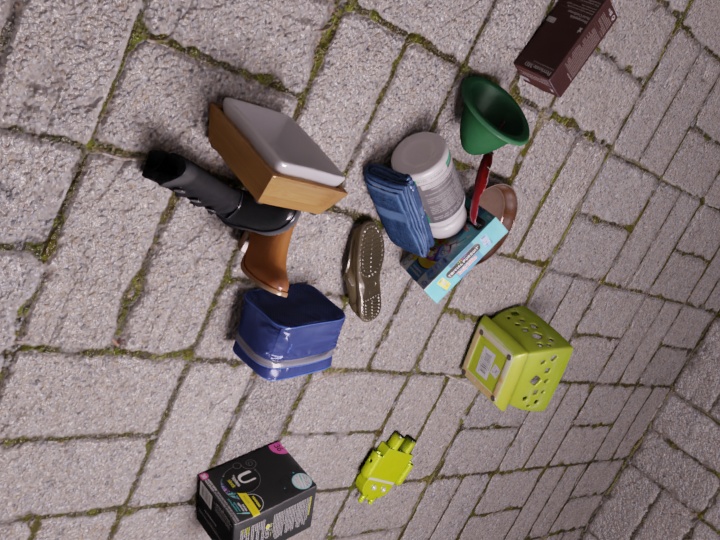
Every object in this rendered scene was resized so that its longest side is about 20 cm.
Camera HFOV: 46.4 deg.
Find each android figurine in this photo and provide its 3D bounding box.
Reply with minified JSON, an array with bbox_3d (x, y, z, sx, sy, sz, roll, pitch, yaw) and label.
[{"bbox_3d":[0.061,0.498,2.101,0.201,0.041,0.182,-56,142,1],"label":"android figurine"}]

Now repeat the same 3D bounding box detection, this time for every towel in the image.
[{"bbox_3d":[0.072,-0.111,1.587,0.049,0.111,0.201,-51,143,-20],"label":"towel"}]

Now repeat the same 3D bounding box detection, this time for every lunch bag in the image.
[{"bbox_3d":[-0.129,0.117,1.541,0.198,0.136,0.134,-5,123,-44],"label":"lunch bag"}]

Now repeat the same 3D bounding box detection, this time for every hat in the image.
[{"bbox_3d":[0.213,-0.247,1.629,0.164,0.202,0.176,29,130,-17],"label":"hat"}]

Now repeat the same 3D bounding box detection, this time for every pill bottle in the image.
[{"bbox_3d":[0.138,-0.159,1.616,0.113,0.113,0.201,-43,140,-11],"label":"pill bottle"}]

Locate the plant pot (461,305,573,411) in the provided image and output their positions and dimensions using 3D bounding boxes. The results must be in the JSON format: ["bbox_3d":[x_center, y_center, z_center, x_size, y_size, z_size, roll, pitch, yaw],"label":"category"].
[{"bbox_3d":[0.373,0.223,2.088,0.179,0.199,0.202,-2,121,-36],"label":"plant pot"}]

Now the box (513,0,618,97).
[{"bbox_3d":[0.408,-0.457,1.672,0.201,0.100,0.075,-56,141,2],"label":"box"}]

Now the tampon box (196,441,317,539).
[{"bbox_3d":[-0.213,0.472,1.716,0.198,0.150,0.128,-17,131,-36],"label":"tampon box"}]

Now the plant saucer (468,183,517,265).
[{"bbox_3d":[0.267,-0.105,1.851,0.199,0.034,0.202,-26,135,-29],"label":"plant saucer"}]

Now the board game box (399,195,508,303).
[{"bbox_3d":[0.184,-0.046,1.698,0.200,0.151,0.047,-46,117,3],"label":"board game box"}]

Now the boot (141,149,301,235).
[{"bbox_3d":[-0.207,-0.121,1.270,0.200,0.163,0.067,37,59,-51],"label":"boot"}]

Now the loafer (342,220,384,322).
[{"bbox_3d":[0.000,0.000,1.641,0.075,0.067,0.203,-12,111,-43],"label":"loafer"}]

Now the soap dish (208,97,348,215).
[{"bbox_3d":[-0.131,-0.170,1.273,0.156,0.200,0.082,7,123,-48],"label":"soap dish"}]

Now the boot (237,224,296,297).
[{"bbox_3d":[-0.131,-0.062,1.358,0.073,0.200,0.156,25,108,-36],"label":"boot"}]
